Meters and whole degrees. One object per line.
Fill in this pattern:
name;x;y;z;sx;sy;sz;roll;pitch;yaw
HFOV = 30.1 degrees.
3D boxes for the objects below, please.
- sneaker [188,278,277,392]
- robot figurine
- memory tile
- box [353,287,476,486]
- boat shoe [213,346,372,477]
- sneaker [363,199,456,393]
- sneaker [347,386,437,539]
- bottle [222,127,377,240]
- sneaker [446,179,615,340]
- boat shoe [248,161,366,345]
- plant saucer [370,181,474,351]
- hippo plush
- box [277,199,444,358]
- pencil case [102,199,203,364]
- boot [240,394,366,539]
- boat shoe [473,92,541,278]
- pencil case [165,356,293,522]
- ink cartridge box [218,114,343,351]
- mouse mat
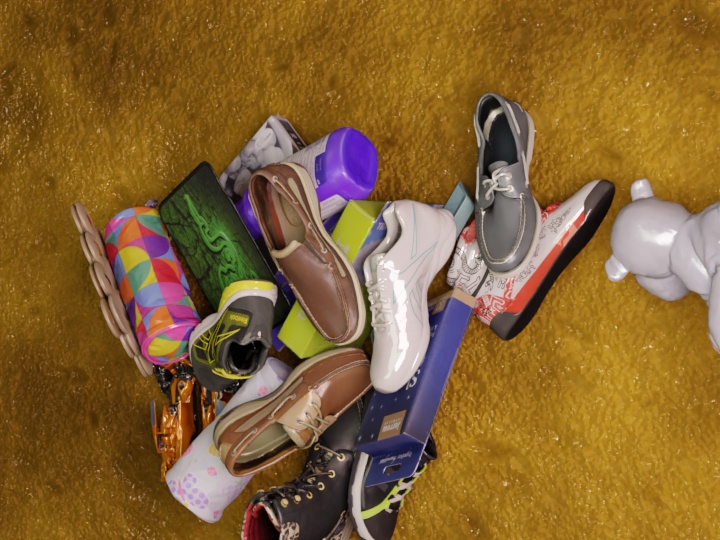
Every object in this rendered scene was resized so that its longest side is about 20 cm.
sneaker;-0.146;0.090;1.498;0.200;0.074;0.085;119;153;-50
robot figurine;-0.201;0.155;1.629;0.144;0.058;0.202;-4;90;30
memory tile;-0.299;0.022;1.619;0.017;0.154;0.201;-23;56;-2
box;0.051;0.122;1.391;0.121;0.032;0.201;-29;37;61
boat shoe;-0.066;0.160;1.442;0.199;0.076;0.074;-33;36;9
sneaker;0.033;0.023;1.369;0.070;0.080;0.202;1;75;55
sneaker;0.041;0.210;1.469;0.082;0.072;0.202;8;97;31
bottle;-0.070;-0.085;1.474;0.199;0.065;0.084;-26;44;37
sneaker;0.167;-0.036;1.380;0.108;0.067;0.202;43;116;21
boat shoe;-0.064;-0.015;1.378;0.074;0.075;0.204;-33;77;29
plant saucer;0.067;0.000;1.443;0.019;0.070;0.201;26;105;-10
hippo plush;0.304;0.000;1.233;0.160;0.200;0.161;5;73;40
box;0.000;0.000;1.456;0.048;0.122;0.201;39;112;26
pencil case;-0.245;0.013;1.603;0.088;0.088;0.201;-41;53;27
boot;-0.053;0.231;1.481;0.073;0.153;0.206;19;102;30
boat shoe;0.138;-0.089;1.352;0.072;0.062;0.202;-13;58;31
pencil case;-0.136;0.193;1.540;0.083;0.091;0.200;42;93;19
ink cartridge box;-0.100;-0.040;1.566;0.198;0.043;0.201;-46;70;25
mouse mat;-0.158;-0.014;1.538;0.201;0.008;0.161;59;145;2
